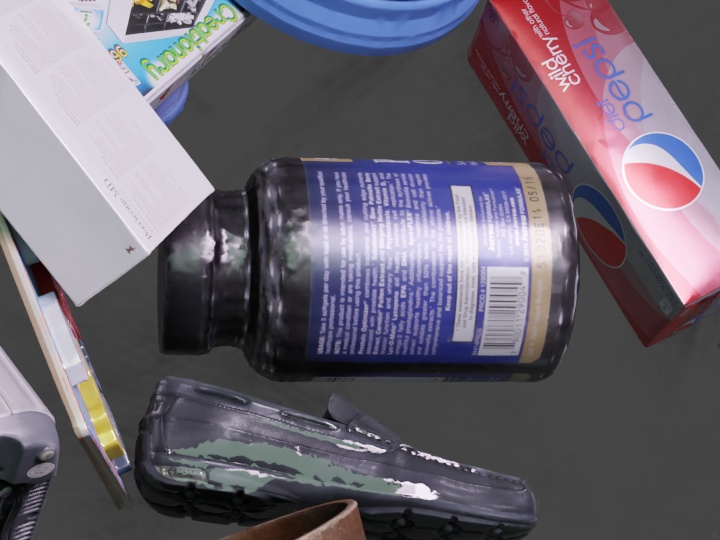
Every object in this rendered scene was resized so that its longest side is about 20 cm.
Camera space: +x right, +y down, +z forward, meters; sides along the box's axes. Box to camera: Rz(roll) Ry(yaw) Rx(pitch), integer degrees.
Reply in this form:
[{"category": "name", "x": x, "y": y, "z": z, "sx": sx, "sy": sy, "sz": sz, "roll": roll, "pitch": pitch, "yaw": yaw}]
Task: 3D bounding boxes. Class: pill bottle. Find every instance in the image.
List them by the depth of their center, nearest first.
[{"category": "pill bottle", "x": 0.000, "y": 0.000, "z": 0.795, "sx": 0.199, "sy": 0.112, "sz": 0.112, "roll": 1, "pitch": 67, "yaw": -10}]

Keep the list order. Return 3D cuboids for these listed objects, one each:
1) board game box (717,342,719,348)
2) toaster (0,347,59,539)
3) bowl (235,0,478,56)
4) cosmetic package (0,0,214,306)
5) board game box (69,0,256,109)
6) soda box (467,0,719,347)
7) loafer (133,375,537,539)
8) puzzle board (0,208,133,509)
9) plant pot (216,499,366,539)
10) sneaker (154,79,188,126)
[{"category": "board game box", "x": 0.303, "y": 0.088, "z": 0.846, "sx": 0.134, "sy": 0.045, "sz": 0.201, "roll": -26, "pitch": 74, "yaw": -19}, {"category": "toaster", "x": -0.213, "y": 0.086, "z": 0.695, "sx": 0.113, "sy": 0.200, "sz": 0.129, "roll": -18, "pitch": 59, "yaw": -35}, {"category": "bowl", "x": -0.012, "y": -0.212, "z": 0.891, "sx": 0.200, "sy": 0.039, "sz": 0.201, "roll": 14, "pitch": 55, "yaw": -20}, {"category": "cosmetic package", "x": -0.153, "y": -0.088, "z": 0.683, "sx": 0.200, "sy": 0.051, "sz": 0.083, "roll": 53, "pitch": 24, "yaw": -8}, {"category": "board game box", "x": -0.133, "y": -0.143, "z": 0.812, "sx": 0.126, "sy": 0.035, "sz": 0.200, "roll": 43, "pitch": 37, "yaw": -5}, {"category": "soda box", "x": 0.137, "y": -0.065, "z": 0.868, "sx": 0.063, "sy": 0.070, "sz": 0.201, "roll": -26, "pitch": 74, "yaw": -17}, {"category": "loafer", "x": -0.009, "y": 0.093, "z": 0.778, "sx": 0.199, "sy": 0.068, "sz": 0.071, "roll": 11, "pitch": 60, "yaw": -8}, {"category": "puzzle board", "x": -0.151, "y": 0.004, "z": 0.746, "sx": 0.017, "sy": 0.151, "sz": 0.201, "roll": -22, "pitch": 72, "yaw": -10}, {"category": "plant pot", "x": -0.052, "y": 0.225, "z": 0.670, "sx": 0.186, "sy": 0.187, "sz": 0.201, "roll": -21, "pitch": 87, "yaw": -17}, {"category": "sneaker", "x": -0.187, "y": -0.120, "z": 0.827, "sx": 0.199, "sy": 0.088, "sz": 0.076, "roll": 12, "pitch": 64, "yaw": -6}]
